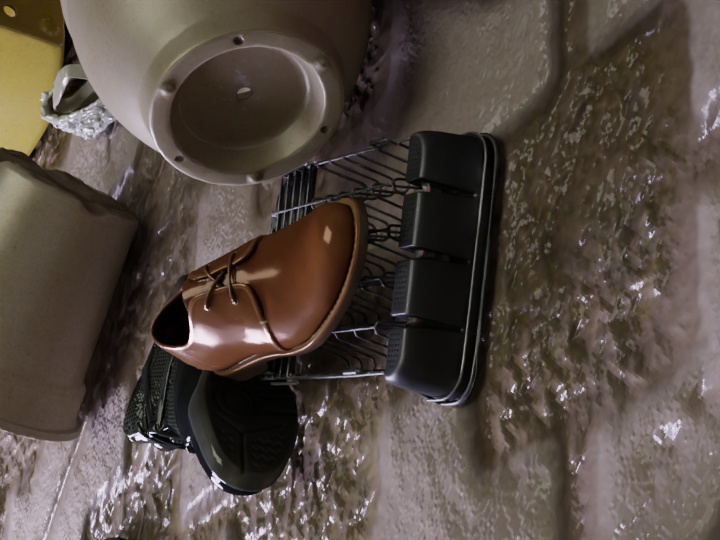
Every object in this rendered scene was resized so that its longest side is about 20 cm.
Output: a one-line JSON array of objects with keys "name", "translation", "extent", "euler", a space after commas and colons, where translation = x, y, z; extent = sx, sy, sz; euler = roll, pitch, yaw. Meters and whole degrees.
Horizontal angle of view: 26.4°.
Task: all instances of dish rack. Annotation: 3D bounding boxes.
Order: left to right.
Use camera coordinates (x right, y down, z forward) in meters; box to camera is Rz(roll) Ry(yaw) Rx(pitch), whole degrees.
[{"name": "dish rack", "translation": [0.000, 0.000, 0.913], "extent": [0.199, 0.054, 0.156], "euler": [-9, 71, 59]}]

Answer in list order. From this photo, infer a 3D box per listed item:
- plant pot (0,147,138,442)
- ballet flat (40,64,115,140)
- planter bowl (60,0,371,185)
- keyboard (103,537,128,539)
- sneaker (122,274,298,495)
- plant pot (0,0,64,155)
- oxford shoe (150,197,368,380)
[{"name": "plant pot", "translation": [-0.279, 0.009, 1.248], "extent": [0.200, 0.199, 0.185], "euler": [33, 97, 56]}, {"name": "ballet flat", "translation": [-0.216, -0.165, 1.301], "extent": [0.199, 0.071, 0.073], "euler": [-32, 54, 49]}, {"name": "planter bowl", "translation": [-0.080, -0.139, 0.937], "extent": [0.201, 0.198, 0.136], "euler": [-53, 36, 34]}, {"name": "keyboard", "translation": [-0.193, 0.299, 1.134], "extent": [0.104, 0.039, 0.203], "euler": [-19, 65, 55]}, {"name": "sneaker", "translation": [-0.102, 0.101, 1.023], "extent": [0.115, 0.075, 0.200], "euler": [-64, 31, 24]}, {"name": "plant pot", "translation": [-0.383, -0.229, 1.482], "extent": [0.199, 0.193, 0.198], "euler": [-36, 51, 40]}, {"name": "oxford shoe", "translation": [-0.062, 0.013, 0.893], "extent": [0.200, 0.071, 0.072], "euler": [-38, 47, 48]}]
